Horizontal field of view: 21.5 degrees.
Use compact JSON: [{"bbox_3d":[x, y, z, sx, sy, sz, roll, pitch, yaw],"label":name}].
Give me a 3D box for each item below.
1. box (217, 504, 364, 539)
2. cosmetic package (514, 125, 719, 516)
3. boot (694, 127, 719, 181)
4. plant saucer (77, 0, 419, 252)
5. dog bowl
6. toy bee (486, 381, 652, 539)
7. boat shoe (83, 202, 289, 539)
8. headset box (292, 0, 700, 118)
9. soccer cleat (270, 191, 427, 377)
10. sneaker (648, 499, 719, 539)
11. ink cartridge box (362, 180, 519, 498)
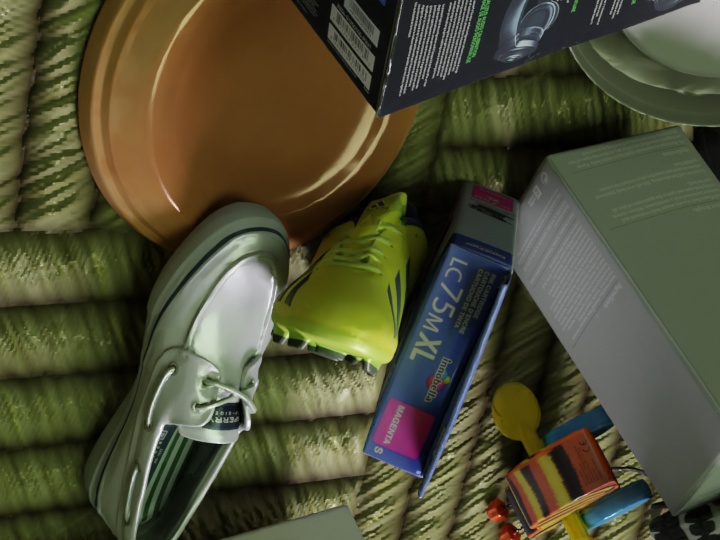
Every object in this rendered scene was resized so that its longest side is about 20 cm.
[{"bbox_3d":[-0.085,0.226,1.030,0.199,0.109,0.128,-11,147,-30],"label":"box"},{"bbox_3d":[0.176,0.024,1.056,0.106,0.201,0.090,-12,151,-30],"label":"cosmetic package"},{"bbox_3d":[0.319,-0.046,1.164,0.153,0.073,0.204,-38,92,-16],"label":"boot"},{"bbox_3d":[-0.044,-0.092,0.952,0.199,0.037,0.202,-18,125,-27],"label":"plant saucer"},{"bbox_3d":[0.200,-0.172,1.011,0.198,0.059,0.201,-2,134,-2],"label":"dog bowl"},{"bbox_3d":[0.124,0.142,1.161,0.108,0.132,0.200,-31,146,15],"label":"toy bee"},{"bbox_3d":[-0.078,0.063,0.970,0.073,0.067,0.201,2,126,-35],"label":"boat shoe"},{"bbox_3d":[0.053,-0.186,0.863,0.199,0.175,0.093,-20,148,-24],"label":"headset box"},{"bbox_3d":[-0.001,0.000,0.954,0.064,0.200,0.084,22,99,2],"label":"soccer cleat"},{"bbox_3d":[0.208,0.171,1.063,0.076,0.200,0.089,-16,86,9],"label":"sneaker"},{"bbox_3d":[0.044,0.030,0.993,0.042,0.200,0.120,22,105,-2],"label":"ink cartridge box"}]
